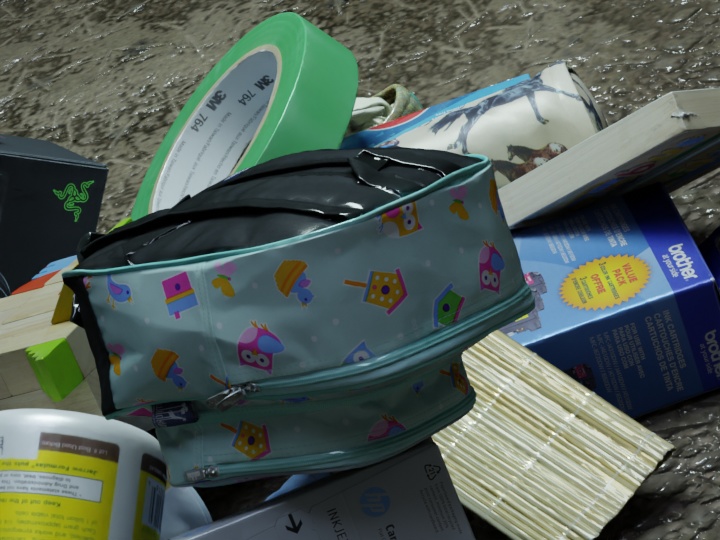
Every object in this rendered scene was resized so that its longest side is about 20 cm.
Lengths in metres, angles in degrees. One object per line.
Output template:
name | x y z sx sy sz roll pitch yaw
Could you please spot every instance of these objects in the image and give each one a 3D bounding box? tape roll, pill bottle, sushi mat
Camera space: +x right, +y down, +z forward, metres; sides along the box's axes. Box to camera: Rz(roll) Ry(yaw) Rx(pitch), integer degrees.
tape roll | -0.080 -0.076 1.663 0.200 0.048 0.201 -44 26 28
pill bottle | -0.162 0.179 1.275 0.109 0.109 0.200 -4 69 27
sushi mat | 0.065 0.079 1.368 0.200 0.012 0.096 34 75 25

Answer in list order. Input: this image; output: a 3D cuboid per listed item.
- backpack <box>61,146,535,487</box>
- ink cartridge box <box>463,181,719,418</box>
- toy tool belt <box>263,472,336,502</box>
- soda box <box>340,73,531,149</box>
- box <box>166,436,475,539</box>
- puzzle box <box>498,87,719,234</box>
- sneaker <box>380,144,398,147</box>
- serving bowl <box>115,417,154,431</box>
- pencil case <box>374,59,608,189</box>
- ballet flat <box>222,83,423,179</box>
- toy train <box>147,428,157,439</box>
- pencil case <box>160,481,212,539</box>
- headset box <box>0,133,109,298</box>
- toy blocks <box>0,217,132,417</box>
backpack | -0.019 0.018 1.204 0.200 0.154 0.176 -19 3 39
ink cartridge box | 0.137 0.026 1.461 0.200 0.076 0.136 -18 28 0
toy tool belt | -0.050 0.170 1.279 0.125 0.123 0.200 11 42 44
soda box | 0.035 -0.063 1.690 0.200 0.064 0.068 -19 29 2
box | -0.029 0.188 1.200 0.200 0.156 0.041 -22 3 -1
puzzle box | 0.162 -0.061 1.502 0.133 0.025 0.200 -8 -15 -43
sneaker | 0.000 0.000 1.470 0.078 0.066 0.200 -47 23 35
serving bowl | -0.115 0.042 1.531 0.200 0.066 0.200 -25 7 3
pencil case | 0.072 -0.061 1.613 0.200 0.090 0.078 -25 25 5
ballet flat | -0.045 -0.076 1.761 0.200 0.071 0.071 -25 29 -8
toy train | -0.091 0.094 1.520 0.200 0.046 0.034 -28 7 -20
pencil case | -0.175 0.179 1.378 0.200 0.091 0.083 -34 31 -25
headset box | -0.267 -0.002 1.567 0.174 0.200 0.093 8 9 -35
toy blocks | -0.174 0.040 1.398 0.137 0.100 0.200 -14 18 29
